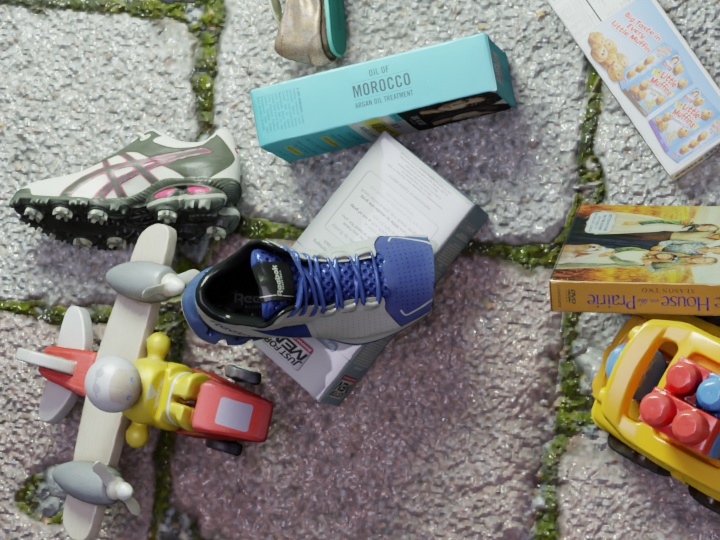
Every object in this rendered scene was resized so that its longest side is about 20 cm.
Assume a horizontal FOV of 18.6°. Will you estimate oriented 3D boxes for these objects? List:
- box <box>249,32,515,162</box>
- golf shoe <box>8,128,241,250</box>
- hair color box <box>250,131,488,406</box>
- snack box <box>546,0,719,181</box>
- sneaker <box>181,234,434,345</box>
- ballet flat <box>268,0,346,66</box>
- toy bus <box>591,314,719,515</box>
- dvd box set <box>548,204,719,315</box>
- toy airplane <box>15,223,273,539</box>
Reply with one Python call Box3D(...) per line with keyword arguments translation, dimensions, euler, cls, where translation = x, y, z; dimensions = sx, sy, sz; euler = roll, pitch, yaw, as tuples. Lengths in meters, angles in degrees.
Box3D(translation=(0.019, -0.138, 1.767), dimensions=(0.199, 0.082, 0.049), euler=(-12, 81, 14), cls="box")
Box3D(translation=(-0.192, -0.068, 1.831), dimensions=(0.199, 0.077, 0.089), euler=(-1, 62, 13), cls="golf shoe")
Box3D(translation=(0.000, 0.000, 1.765), dimensions=(0.099, 0.061, 0.200), euler=(40, 93, 16), cls="hair color box")
Box3D(translation=(0.221, -0.173, 1.746), dimensions=(0.072, 0.024, 0.200), euler=(-35, 75, 8), cls="snack box")
Box3D(translation=(-0.039, 0.017, 1.669), dimensions=(0.198, 0.115, 0.081), euler=(-7, 84, -2), cls="sneaker")
Box3D(translation=(-0.048, -0.268, 1.813), dimensions=(0.067, 0.068, 0.201), euler=(-1, 80, 22), cls="ballet flat")
Box3D(translation=(0.241, 0.096, 1.607), dimensions=(0.200, 0.192, 0.136), euler=(29, 96, 33), cls="toy bus")
Box3D(translation=(0.252, -0.009, 1.658), dimensions=(0.199, 0.146, 0.030), euler=(2, 116, 16), cls="dvd box set")
Box3D(translation=(-0.191, 0.089, 1.763), dimensions=(0.199, 0.141, 0.201), euler=(-31, 76, 10), cls="toy airplane")
